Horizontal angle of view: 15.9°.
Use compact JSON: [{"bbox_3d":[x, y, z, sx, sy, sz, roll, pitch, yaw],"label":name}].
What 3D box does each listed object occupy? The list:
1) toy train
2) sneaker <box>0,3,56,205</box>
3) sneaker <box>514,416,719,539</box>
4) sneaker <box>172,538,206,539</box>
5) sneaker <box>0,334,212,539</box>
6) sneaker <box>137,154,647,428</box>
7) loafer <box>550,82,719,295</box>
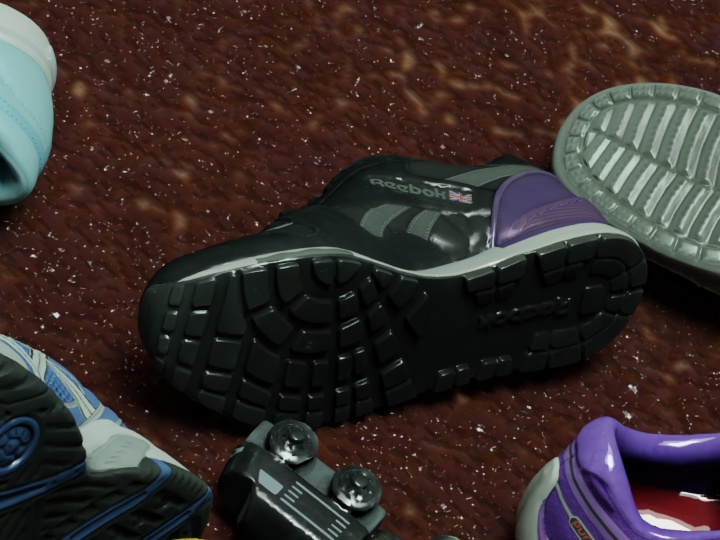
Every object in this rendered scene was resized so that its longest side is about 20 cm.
[{"bbox_3d":[0.034,0.121,0.858,0.200,0.034,0.046,36,48,11],"label":"toy train"},{"bbox_3d":[-0.202,-0.065,0.903,0.199,0.074,0.082,5,45,-17],"label":"sneaker"},{"bbox_3d":[0.155,0.103,0.890,0.199,0.084,0.081,15,46,-10],"label":"sneaker"},{"bbox_3d":[-0.079,0.159,0.737,0.078,0.082,0.200,13,45,6],"label":"sneaker"},{"bbox_3d":[-0.122,0.054,0.779,0.077,0.200,0.076,37,86,29],"label":"sneaker"},{"bbox_3d":[0.000,0.000,0.943,0.199,0.076,0.088,-5,37,-31],"label":"sneaker"},{"bbox_3d":[0.167,-0.009,1.019,0.200,0.070,0.075,26,70,17],"label":"loafer"}]
